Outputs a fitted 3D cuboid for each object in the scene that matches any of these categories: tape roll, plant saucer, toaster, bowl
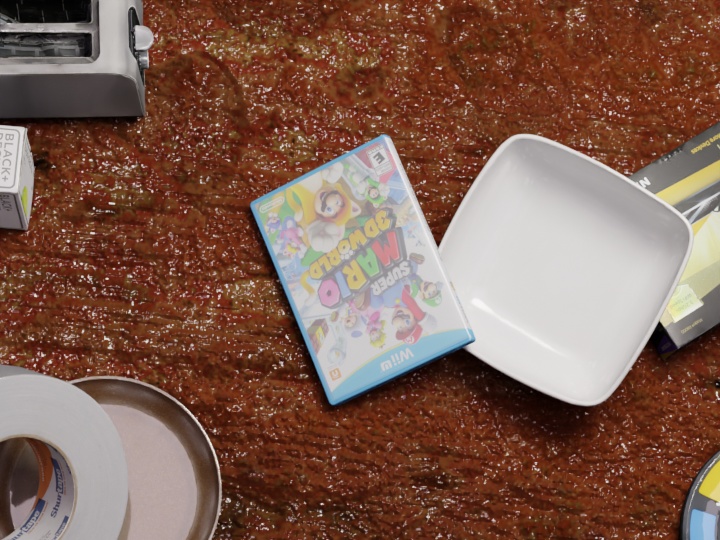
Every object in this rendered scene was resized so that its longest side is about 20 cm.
[{"bbox_3d":[-0.286,0.176,1.422,0.200,0.066,0.201,-5,99,-37],"label":"tape roll"},{"bbox_3d":[-0.219,0.191,1.529,0.200,0.032,0.200,2,75,-7],"label":"plant saucer"},{"bbox_3d":[-0.285,-0.235,1.592,0.200,0.119,0.181,-1,74,-7],"label":"toaster"},{"bbox_3d":[0.174,0.000,1.577,0.200,0.075,0.200,30,95,12],"label":"bowl"}]

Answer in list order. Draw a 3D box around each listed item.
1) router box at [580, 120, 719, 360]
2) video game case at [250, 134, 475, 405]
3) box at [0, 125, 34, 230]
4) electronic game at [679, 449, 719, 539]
[{"bbox_3d":[0.319,-0.037,1.645,0.200,0.052,0.157,-31,81,-14],"label":"router box"},{"bbox_3d":[0.000,0.000,1.581,0.143,0.018,0.200,-26,78,15],"label":"video game case"},{"bbox_3d":[-0.386,-0.086,1.541,0.200,0.117,0.060,5,74,-6],"label":"box"},{"bbox_3d":[0.380,0.239,1.583,0.200,0.042,0.200,2,74,-7],"label":"electronic game"}]
